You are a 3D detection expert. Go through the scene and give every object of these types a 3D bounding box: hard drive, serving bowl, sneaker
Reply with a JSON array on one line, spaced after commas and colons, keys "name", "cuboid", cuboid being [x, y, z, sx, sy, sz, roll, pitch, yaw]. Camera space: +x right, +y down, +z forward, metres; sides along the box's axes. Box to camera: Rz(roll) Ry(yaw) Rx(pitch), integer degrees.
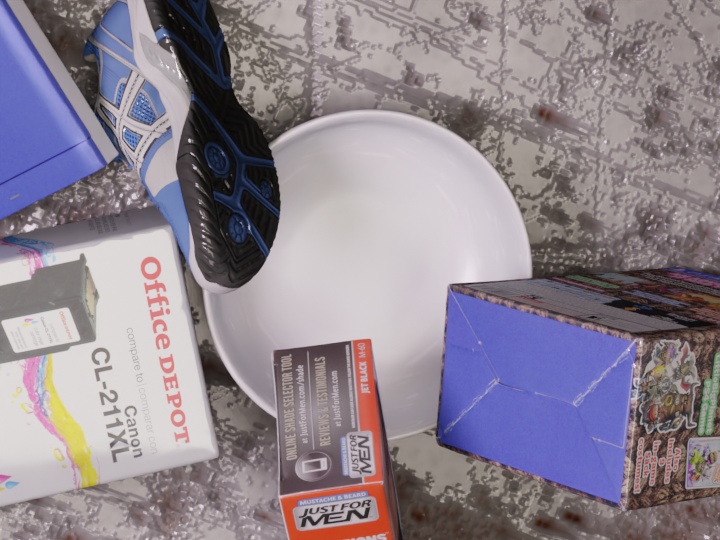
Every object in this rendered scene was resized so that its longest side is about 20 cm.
[{"name": "hard drive", "cuboid": [-0.241, -0.125, 1.371, 0.131, 0.025, 0.201, -23, 105, 34]}, {"name": "serving bowl", "cuboid": [0.000, 0.000, 1.446, 0.198, 0.066, 0.202, -2, 99, -10]}, {"name": "sneaker", "cuboid": [-0.105, -0.073, 1.382, 0.077, 0.075, 0.201, -31, 62, 31]}]

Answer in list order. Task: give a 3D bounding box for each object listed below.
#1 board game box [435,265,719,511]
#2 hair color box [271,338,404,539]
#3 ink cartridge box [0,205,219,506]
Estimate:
[{"name": "board game box", "cuboid": [0.170, 0.063, 1.396, 0.199, 0.159, 0.098, -4, 103, -39]}, {"name": "hair color box", "cuboid": [-0.007, 0.149, 1.397, 0.063, 0.111, 0.201, -8, 135, 3]}, {"name": "ink cartridge box", "cuboid": [-0.193, 0.054, 1.415, 0.198, 0.083, 0.147, -12, 100, -6]}]
